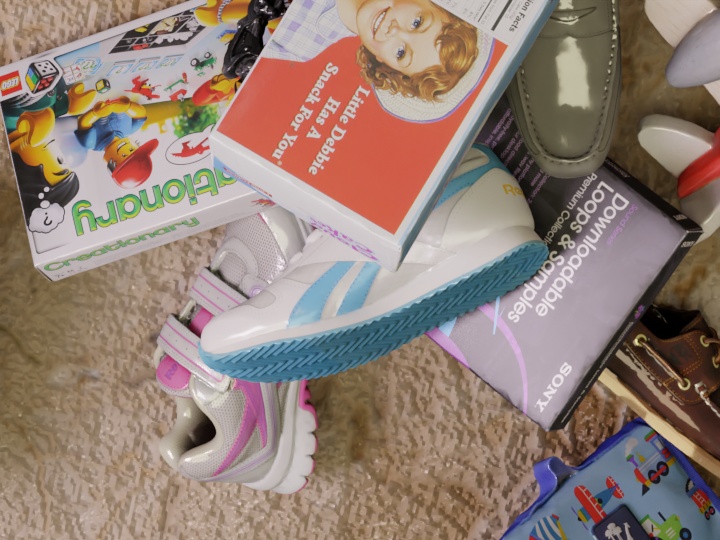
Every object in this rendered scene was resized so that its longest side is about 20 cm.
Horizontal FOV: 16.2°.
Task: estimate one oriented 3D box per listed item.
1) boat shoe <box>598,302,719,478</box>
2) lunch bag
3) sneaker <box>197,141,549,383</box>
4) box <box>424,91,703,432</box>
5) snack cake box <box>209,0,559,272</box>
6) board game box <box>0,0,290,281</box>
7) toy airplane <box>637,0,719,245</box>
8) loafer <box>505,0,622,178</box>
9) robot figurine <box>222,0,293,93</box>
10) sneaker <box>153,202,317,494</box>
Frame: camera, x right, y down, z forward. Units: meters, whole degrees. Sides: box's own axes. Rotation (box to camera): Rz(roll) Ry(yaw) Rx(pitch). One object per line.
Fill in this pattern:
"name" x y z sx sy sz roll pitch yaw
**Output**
"boat shoe" 0.174 0.051 1.467 0.200 0.070 0.070 37 102 -8
"lunch bag" 0.159 0.193 1.477 0.150 0.094 0.200 -36 97 -32
"sneaker" 0.000 0.000 1.396 0.199 0.077 0.081 -24 70 4
"box" 0.074 -0.025 1.429 0.200 0.036 0.143 38 107 16
"snack cake box" 0.021 -0.115 1.296 0.115 0.067 0.200 31 80 4
"board game box" -0.101 -0.084 1.426 0.199 0.035 0.127 -19 69 8
"toy airplane" 0.249 -0.079 1.385 0.199 0.141 0.200 -2 121 -6
"loafer" 0.107 -0.152 1.374 0.070 0.070 0.201 -6 82 3
"robot figurine" 0.005 -0.146 1.374 0.144 0.058 0.201 10 70 0
"sneaker" -0.072 0.041 1.456 0.088 0.081 0.201 -7 110 -30
